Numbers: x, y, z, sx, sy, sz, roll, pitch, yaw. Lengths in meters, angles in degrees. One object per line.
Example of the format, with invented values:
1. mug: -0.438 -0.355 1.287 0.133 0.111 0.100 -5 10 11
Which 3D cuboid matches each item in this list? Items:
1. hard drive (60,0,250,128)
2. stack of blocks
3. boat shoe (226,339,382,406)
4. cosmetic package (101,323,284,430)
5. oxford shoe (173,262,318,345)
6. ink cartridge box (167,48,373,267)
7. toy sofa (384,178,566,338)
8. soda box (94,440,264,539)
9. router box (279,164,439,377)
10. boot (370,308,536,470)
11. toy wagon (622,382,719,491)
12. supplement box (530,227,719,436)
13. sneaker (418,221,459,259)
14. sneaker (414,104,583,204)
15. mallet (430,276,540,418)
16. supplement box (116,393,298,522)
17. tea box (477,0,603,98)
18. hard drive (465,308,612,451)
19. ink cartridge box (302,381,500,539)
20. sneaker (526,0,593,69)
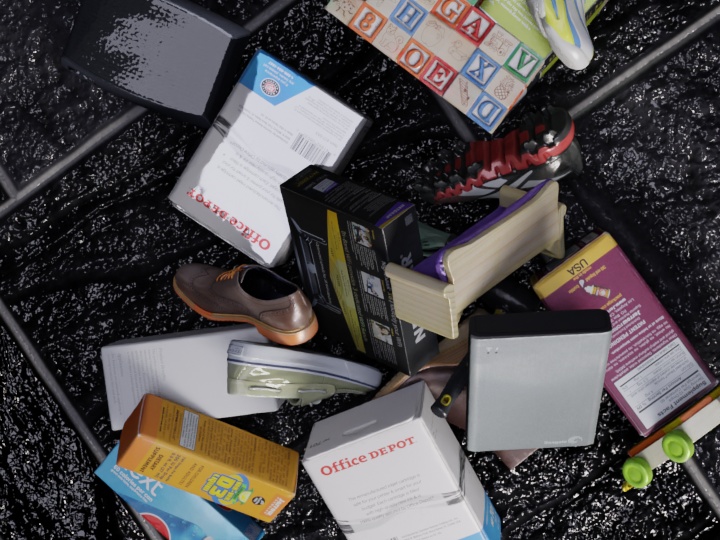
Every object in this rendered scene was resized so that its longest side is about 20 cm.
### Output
1. hard drive: -0.241 -0.257 1.465 0.199 0.042 0.136 23 96 5
2. stack of blocks: 0.081 -0.237 1.218 0.200 0.059 0.115 38 99 4
3. boat shoe: -0.066 0.120 1.422 0.199 0.072 0.062 12 89 -32
4. cosmetic package: -0.193 0.121 1.474 0.199 0.074 0.102 -6 94 5
5. oxford shoe: -0.134 0.017 1.430 0.199 0.071 0.073 16 136 30
6. ink cartridge box: -0.100 -0.125 1.436 0.146 0.086 0.201 33 99 4
7. toy sofa: 0.121 -0.025 1.299 0.083 0.200 0.098 20 132 40
8. soda box: -0.211 0.273 1.491 0.200 0.064 0.068 41 98 3
9. router box: 0.000 0.000 1.365 0.157 0.052 0.201 25 139 39
10. boot: 0.119 0.161 1.436 0.200 0.072 0.167 -38 86 4
11. toy wagon: 0.342 0.181 1.374 0.040 0.155 0.200 54 138 11
12. supplement box: 0.282 0.062 1.381 0.103 0.131 0.200 -36 90 7
13. sneaker: 0.036 -0.030 1.411 0.199 0.118 0.074 15 97 7
14. sneaker: 0.159 -0.107 1.409 0.200 0.071 0.098 -20 132 27
15. mallet: 0.122 0.077 1.381 0.066 0.041 0.200 39 56 10
16. supplement box: -0.170 0.213 1.436 0.199 0.069 0.067 23 128 -21
17. tea box: 0.160 -0.271 1.336 0.134 0.200 0.197 43 97 3
18. hard drive: 0.180 0.117 1.310 0.139 0.201 0.033 -3 49 1
19. ink cartridge box: 0.048 0.244 1.402 0.146 0.086 0.201 -22 108 18
20. sneaker: 0.195 -0.295 1.192 0.105 0.076 0.201 -26 90 7
